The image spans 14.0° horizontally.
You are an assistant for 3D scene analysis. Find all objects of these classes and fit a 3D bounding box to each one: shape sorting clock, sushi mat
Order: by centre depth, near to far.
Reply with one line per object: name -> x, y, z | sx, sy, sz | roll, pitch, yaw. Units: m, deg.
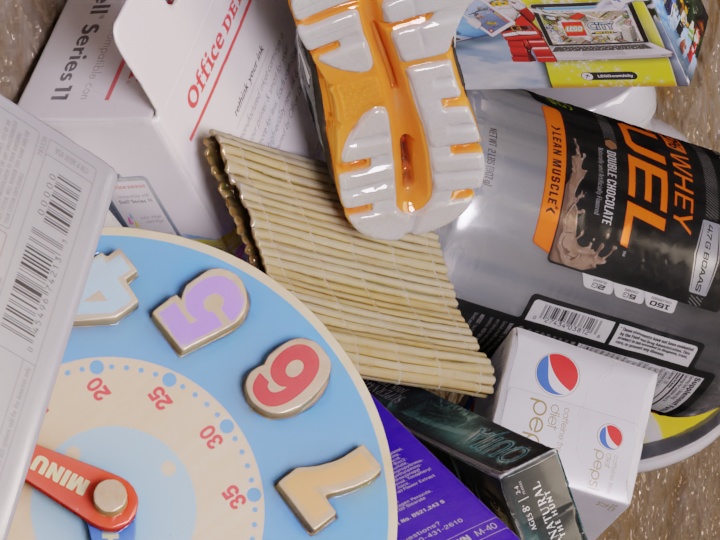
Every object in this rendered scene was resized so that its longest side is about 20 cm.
shape sorting clock -> -0.085, 0.081, 1.002 | 0.039, 0.199, 0.201 | 112, -11, -75
sushi mat -> 0.000, 0.000, 1.143 | 0.200, 0.012, 0.096 | 12, 53, -66

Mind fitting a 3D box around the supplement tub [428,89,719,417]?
supplement tub -> 0.107, -0.007, 1.320 | 0.199, 0.122, 0.123 | 16, 74, -18

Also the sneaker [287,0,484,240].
sneaker -> 0.003, -0.106, 1.101 | 0.077, 0.078, 0.201 | -111, -165, -46

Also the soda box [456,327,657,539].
soda box -> 0.069, 0.094, 1.307 | 0.200, 0.068, 0.064 | 119, -13, -68

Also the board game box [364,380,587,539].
board game box -> 0.049, 0.118, 1.196 | 0.028, 0.200, 0.136 | -25, 105, -16

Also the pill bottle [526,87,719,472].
pill bottle -> 0.120, -0.008, 1.454 | 0.112, 0.111, 0.201 | -52, 136, -48

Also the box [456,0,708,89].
box -> 0.024, -0.128, 1.163 | 0.137, 0.199, 0.038 | 60, 40, -47

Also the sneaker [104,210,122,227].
sneaker -> -0.065, 0.032, 1.073 | 0.200, 0.080, 0.074 | 54, 31, -5

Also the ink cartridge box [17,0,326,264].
ink cartridge box -> -0.066, -0.061, 1.138 | 0.200, 0.067, 0.118 | 64, 37, -44

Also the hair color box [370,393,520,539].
hair color box -> 0.006, 0.116, 1.163 | 0.065, 0.200, 0.110 | -26, 123, -17

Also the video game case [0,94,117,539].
video game case -> -0.173, 0.015, 0.930 | 0.182, 0.023, 0.201 | 33, 62, -37
